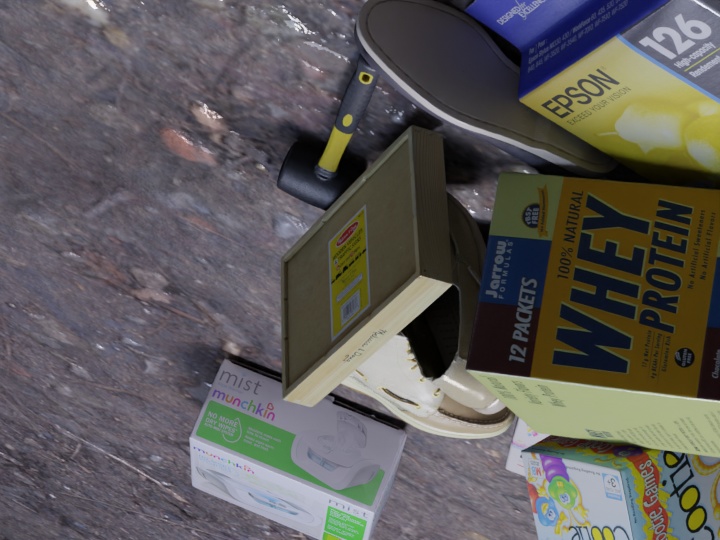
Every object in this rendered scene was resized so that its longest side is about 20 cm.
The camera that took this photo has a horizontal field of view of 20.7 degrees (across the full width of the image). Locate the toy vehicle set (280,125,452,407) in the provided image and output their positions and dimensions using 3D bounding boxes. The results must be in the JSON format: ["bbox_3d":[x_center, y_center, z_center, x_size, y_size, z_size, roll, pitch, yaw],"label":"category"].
[{"bbox_3d":[0.000,0.000,1.419,0.026,0.125,0.200,15,145,-26],"label":"toy vehicle set"}]

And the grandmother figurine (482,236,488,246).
[{"bbox_3d":[0.096,0.011,1.524,0.199,0.061,0.122,30,128,-9],"label":"grandmother figurine"}]

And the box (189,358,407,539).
[{"bbox_3d":[-0.064,0.189,1.994,0.199,0.097,0.177,22,159,4],"label":"box"}]

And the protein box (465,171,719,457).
[{"bbox_3d":[0.198,0.035,1.303,0.198,0.136,0.199,6,166,20],"label":"protein box"}]

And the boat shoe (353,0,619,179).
[{"bbox_3d":[0.073,-0.108,1.268,0.199,0.073,0.063,26,154,-19],"label":"boat shoe"}]

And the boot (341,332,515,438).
[{"bbox_3d":[0.054,0.068,1.663,0.199,0.073,0.155,24,154,-1],"label":"boot"}]

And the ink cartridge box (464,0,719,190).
[{"bbox_3d":[0.179,-0.123,1.173,0.199,0.047,0.197,27,158,-15],"label":"ink cartridge box"}]

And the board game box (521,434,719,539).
[{"bbox_3d":[0.231,0.148,1.468,0.104,0.199,0.104,6,114,50],"label":"board game box"}]

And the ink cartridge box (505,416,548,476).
[{"bbox_3d":[0.191,0.141,1.690,0.116,0.068,0.200,18,156,7],"label":"ink cartridge box"}]

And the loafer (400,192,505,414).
[{"bbox_3d":[0.054,0.010,1.412,0.068,0.201,0.076,16,128,-47],"label":"loafer"}]

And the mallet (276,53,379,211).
[{"bbox_3d":[-0.004,-0.096,1.413,0.065,0.041,0.200,26,152,-9],"label":"mallet"}]
